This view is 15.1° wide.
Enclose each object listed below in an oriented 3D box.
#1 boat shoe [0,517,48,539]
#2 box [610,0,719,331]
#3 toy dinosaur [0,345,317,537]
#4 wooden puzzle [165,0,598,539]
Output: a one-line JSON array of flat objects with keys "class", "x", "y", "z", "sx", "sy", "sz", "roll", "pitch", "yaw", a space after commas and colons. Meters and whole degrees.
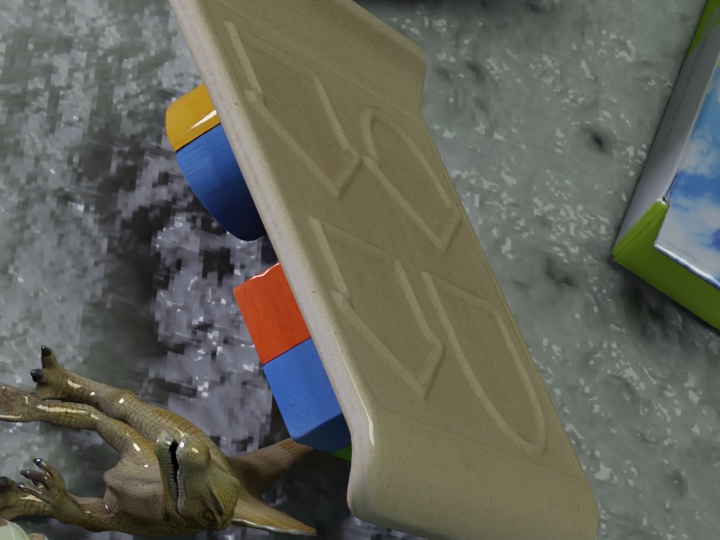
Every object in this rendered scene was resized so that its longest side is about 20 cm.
[{"class": "boat shoe", "x": -0.091, "y": 0.164, "z": 0.752, "sx": 0.076, "sy": 0.072, "sz": 0.201, "roll": 26, "pitch": 52, "yaw": -37}, {"class": "box", "x": 0.176, "y": -0.035, "z": 1.063, "sx": 0.122, "sy": 0.048, "sz": 0.200, "roll": 32, "pitch": 48, "yaw": -7}, {"class": "toy dinosaur", "x": -0.059, "y": 0.064, "z": 0.832, "sx": 0.101, "sy": 0.200, "sz": 0.058, "roll": 15, "pitch": 93, "yaw": 9}, {"class": "wooden puzzle", "x": 0.000, "y": 0.000, "z": 0.891, "sx": 0.185, "sy": 0.046, "sz": 0.200, "roll": 24, "pitch": 43, "yaw": -62}]
